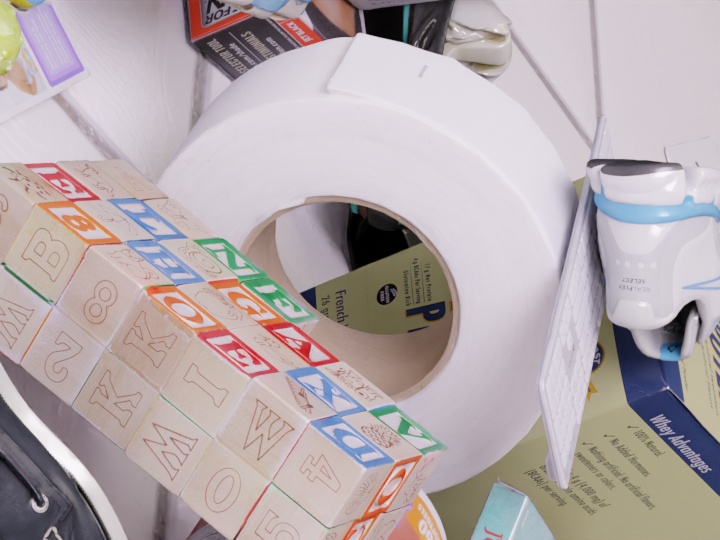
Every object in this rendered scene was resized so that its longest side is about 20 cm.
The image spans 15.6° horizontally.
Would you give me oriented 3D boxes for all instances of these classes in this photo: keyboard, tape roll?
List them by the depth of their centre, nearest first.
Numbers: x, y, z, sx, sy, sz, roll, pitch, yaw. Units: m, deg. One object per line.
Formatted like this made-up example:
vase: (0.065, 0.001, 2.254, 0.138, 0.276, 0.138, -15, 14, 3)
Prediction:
keyboard: (0.097, 0.009, 1.137, 0.201, 0.011, 0.057, -72, 159, -52)
tape roll: (0.000, 0.000, 1.179, 0.203, 0.201, 0.071, 61, 24, -18)

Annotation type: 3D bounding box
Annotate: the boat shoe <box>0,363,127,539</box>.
boat shoe: (-0.149, 0.072, 0.959, 0.066, 0.074, 0.200, -47, 126, -35)

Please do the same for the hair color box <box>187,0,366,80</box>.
hair color box: (-0.051, -0.193, 1.416, 0.101, 0.061, 0.201, 39, 38, -53)

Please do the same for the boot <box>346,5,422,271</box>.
boot: (0.018, -0.079, 1.464, 0.138, 0.077, 0.201, -29, 96, -63)

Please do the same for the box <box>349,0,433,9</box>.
box: (0.060, -0.257, 1.325, 0.171, 0.199, 0.201, 34, 50, -72)

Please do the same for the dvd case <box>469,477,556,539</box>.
dvd case: (0.057, 0.187, 1.210, 0.200, 0.022, 0.147, 60, 51, -70)

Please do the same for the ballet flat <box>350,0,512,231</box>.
ballet flat: (0.045, -0.105, 1.419, 0.068, 0.068, 0.201, 86, 14, -62)

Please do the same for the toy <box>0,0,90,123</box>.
toy: (-0.168, -0.118, 1.100, 0.116, 0.047, 0.200, 64, 22, -7)

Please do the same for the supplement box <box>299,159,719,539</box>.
supplement box: (0.099, 0.078, 1.336, 0.200, 0.199, 0.135, 42, 34, -48)

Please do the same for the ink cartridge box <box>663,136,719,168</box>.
ink cartridge box: (0.232, 0.015, 1.343, 0.201, 0.068, 0.115, 68, 21, 2)

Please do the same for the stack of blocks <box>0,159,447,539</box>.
stack of blocks: (-0.065, 0.036, 1.051, 0.200, 0.059, 0.115, 38, 16, 18)

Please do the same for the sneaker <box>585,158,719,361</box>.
sneaker: (0.146, -0.003, 1.193, 0.200, 0.074, 0.087, 2, 92, -65)

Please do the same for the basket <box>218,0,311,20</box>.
basket: (-0.056, -0.231, 1.185, 0.176, 0.201, 0.139, 34, 21, 29)

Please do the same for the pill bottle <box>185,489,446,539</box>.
pill bottle: (-0.037, 0.157, 1.071, 0.113, 0.112, 0.200, 63, 23, -13)
